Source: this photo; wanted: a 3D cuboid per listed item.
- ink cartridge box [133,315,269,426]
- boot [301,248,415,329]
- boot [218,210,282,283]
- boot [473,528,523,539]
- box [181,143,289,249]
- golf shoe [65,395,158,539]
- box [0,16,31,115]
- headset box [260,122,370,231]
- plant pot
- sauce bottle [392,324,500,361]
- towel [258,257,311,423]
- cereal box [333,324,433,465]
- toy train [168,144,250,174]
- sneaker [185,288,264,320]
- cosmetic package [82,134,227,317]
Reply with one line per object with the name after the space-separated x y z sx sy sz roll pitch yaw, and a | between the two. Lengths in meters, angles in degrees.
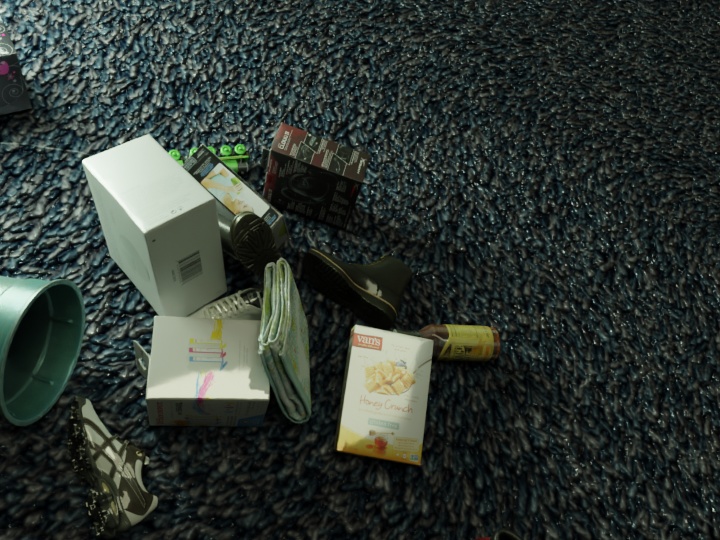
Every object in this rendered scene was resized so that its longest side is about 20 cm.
-0.240 0.155 0.926 0.194 0.129 0.128 3 59 -14 | ink cartridge box
0.000 0.000 1.137 0.199 0.077 0.139 39 51 -7 | boot
-0.214 -0.065 1.008 0.072 0.184 0.199 -39 54 -17 | boot
0.235 0.467 0.867 0.071 0.145 0.202 -26 70 -31 | boot
-0.221 -0.120 1.102 0.199 0.117 0.060 41 78 10 | box
-0.352 0.266 0.868 0.093 0.078 0.203 -10 63 -42 | golf shoe
-0.714 -0.350 1.093 0.197 0.133 0.116 -24 66 -28 | box
-0.096 -0.176 1.164 0.195 0.150 0.079 19 54 -3 | headset box
-0.523 0.088 0.854 0.191 0.202 0.204 14 55 2 | plant pot
0.152 0.130 1.102 0.194 0.067 0.067 2 58 -13 | sauce bottle
-0.109 0.108 0.940 0.047 0.203 0.174 -6 47 4 | towel
0.040 0.202 1.007 0.140 0.040 0.205 11 72 -9 | cereal box
-0.306 -0.204 1.185 0.195 0.042 0.058 -9 71 -22 | toy train
-0.214 0.068 1.018 0.196 0.081 0.078 -16 66 -23 | sneaker
-0.318 -0.065 0.970 0.122 0.202 0.199 -32 57 -31 | cosmetic package
